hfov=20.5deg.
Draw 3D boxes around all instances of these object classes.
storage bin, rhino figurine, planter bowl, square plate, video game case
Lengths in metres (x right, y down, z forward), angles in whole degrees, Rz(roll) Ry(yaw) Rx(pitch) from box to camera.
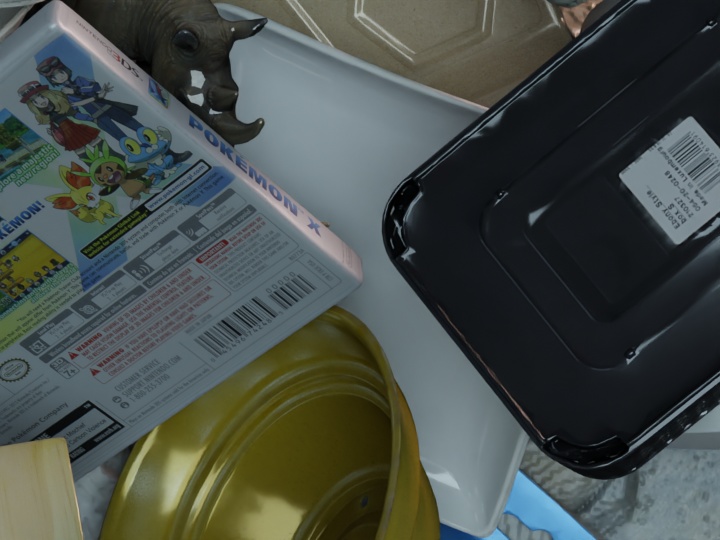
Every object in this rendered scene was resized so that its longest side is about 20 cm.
[{"bbox_3d":[0.124,-0.025,0.783,0.200,0.094,0.135,-39,76,4],"label":"storage bin"},{"bbox_3d":[-0.100,-0.110,0.865,0.060,0.200,0.088,-8,126,-39],"label":"rhino figurine"},{"bbox_3d":[-0.026,0.121,0.870,0.083,0.200,0.201,29,90,-35],"label":"planter bowl"},{"bbox_3d":[0.000,0.000,0.903,0.200,0.028,0.199,22,115,9],"label":"square plate"},{"bbox_3d":[-0.132,0.001,0.844,0.200,0.022,0.182,-34,124,24],"label":"video game case"}]

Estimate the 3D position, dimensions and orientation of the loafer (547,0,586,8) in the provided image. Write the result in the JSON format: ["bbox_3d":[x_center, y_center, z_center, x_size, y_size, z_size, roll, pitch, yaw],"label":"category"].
[{"bbox_3d":[0.107,-0.156,0.876,0.070,0.200,0.070,-30,109,24],"label":"loafer"}]

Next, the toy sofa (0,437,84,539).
[{"bbox_3d":[-0.165,0.157,0.854,0.097,0.200,0.083,-7,58,-11],"label":"toy sofa"}]

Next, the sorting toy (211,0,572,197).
[{"bbox_3d":[-0.019,-0.148,0.920,0.185,0.036,0.200,-23,91,15],"label":"sorting toy"}]

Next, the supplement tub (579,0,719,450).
[{"bbox_3d":[0.169,-0.022,0.895,0.144,0.144,0.201,1,82,-6],"label":"supplement tub"}]

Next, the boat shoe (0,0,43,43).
[{"bbox_3d":[-0.170,-0.112,0.850,0.071,0.200,0.070,-10,101,-29],"label":"boat shoe"}]

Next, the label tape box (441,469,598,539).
[{"bbox_3d":[0.037,0.194,0.948,0.143,0.066,0.200,42,90,-6],"label":"label tape box"}]

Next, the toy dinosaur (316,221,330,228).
[{"bbox_3d":[-0.122,-0.028,0.890,0.200,0.060,0.106,37,119,21],"label":"toy dinosaur"}]
